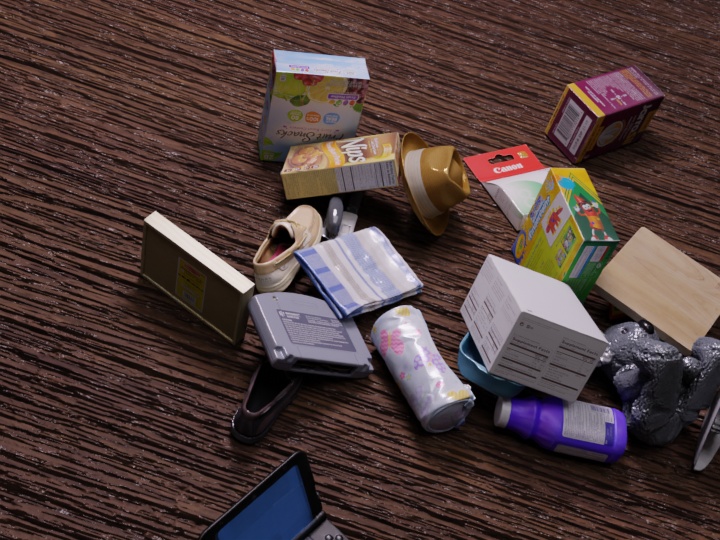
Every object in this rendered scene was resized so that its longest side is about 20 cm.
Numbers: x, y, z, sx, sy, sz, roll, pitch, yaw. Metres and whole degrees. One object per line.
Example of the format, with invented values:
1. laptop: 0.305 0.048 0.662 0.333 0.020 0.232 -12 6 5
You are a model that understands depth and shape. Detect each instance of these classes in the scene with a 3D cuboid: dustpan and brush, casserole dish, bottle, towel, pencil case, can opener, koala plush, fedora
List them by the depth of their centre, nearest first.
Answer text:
1. pencil case: 0.092 0.148 1.606 0.083 0.091 0.201 26 26 -53
2. bottle: 0.303 0.234 1.609 0.197 0.066 0.084 12 49 -5
3. casserole dish: 0.210 0.142 1.641 0.120 0.039 0.200 28 19 9
4. dustpan and brush: 0.582 0.231 1.680 0.057 0.141 0.200 21 20 13
5. koala plush: 0.446 0.155 1.683 0.176 0.186 0.200 1 27 -31
6. towel: 0.000 0.000 1.721 0.199 0.024 0.147 -18 63 -45
7. can opener: -0.023 -0.126 1.835 0.053 0.067 0.201 16 46 0
8. fedora: 0.138 -0.160 1.835 0.081 0.201 0.202 -17 41 23

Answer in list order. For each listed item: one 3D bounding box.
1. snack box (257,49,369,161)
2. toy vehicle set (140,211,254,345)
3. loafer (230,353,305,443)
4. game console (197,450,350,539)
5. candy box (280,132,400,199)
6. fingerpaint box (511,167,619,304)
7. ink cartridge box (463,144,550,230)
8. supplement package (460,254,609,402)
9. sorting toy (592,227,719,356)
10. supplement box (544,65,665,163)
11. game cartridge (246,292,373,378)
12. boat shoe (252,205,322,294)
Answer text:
1. snack box: -0.086 -0.283 1.867 0.166 0.201 0.068 2 48 -14
2. toy vehicle set: -0.251 0.013 1.602 0.199 0.125 0.026 35 49 15
3. loafer: -0.126 0.163 1.546 0.071 0.063 0.201 24 47 6
4. game console: -0.087 0.365 1.338 0.175 0.117 0.199 39 50 19
5. candy box: -0.030 -0.181 1.825 0.197 0.056 0.116 -7 30 10
6. fingerpaint box: 0.341 -0.043 1.780 0.072 0.201 0.168 -1 48 -18
7. ink cartridge box: 0.312 -0.173 1.995 0.159 0.050 0.201 -14 56 -27
8. supplement package: 0.263 0.086 1.627 0.154 0.112 0.200 20 21 -17
9. sorting toy: 0.519 0.049 1.841 0.199 0.070 0.198 37 49 17
10. supplement box: 0.489 -0.313 2.119 0.198 0.132 0.103 -21 59 -31
11. game cartridge: -0.077 0.095 1.592 0.199 0.041 0.134 13 44 -44
12. boat shoe: -0.119 -0.049 1.723 0.073 0.070 0.201 2 42 22
